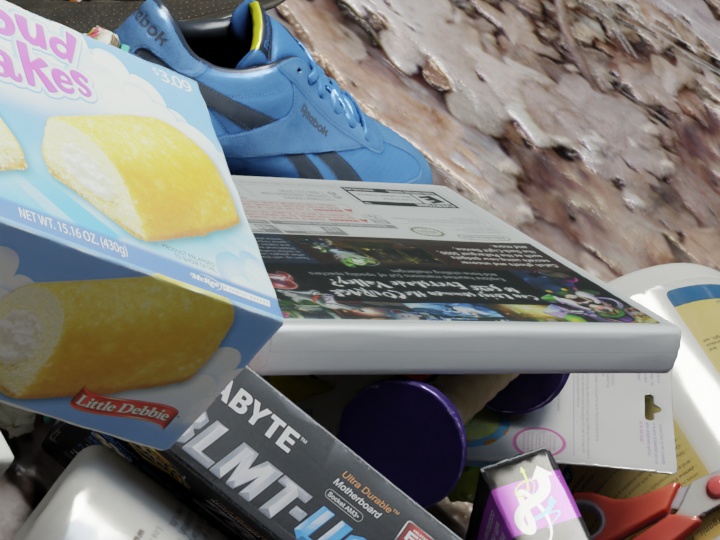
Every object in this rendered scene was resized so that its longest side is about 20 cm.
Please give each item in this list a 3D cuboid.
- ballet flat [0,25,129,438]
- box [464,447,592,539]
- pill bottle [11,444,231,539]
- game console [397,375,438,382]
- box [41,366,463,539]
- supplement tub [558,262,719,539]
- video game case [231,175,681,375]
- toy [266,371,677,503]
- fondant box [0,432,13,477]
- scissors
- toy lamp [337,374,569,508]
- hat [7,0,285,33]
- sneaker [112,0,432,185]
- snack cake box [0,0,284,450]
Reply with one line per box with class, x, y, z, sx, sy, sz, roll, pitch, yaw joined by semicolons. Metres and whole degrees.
ballet flat;-0.136;-0.012;0.929;0.063;0.201;0.076;14;39;-5
box;0.090;0.191;0.945;0.036;0.143;0.201;-16;58;-15
pill bottle;-0.050;0.164;0.851;0.200;0.115;0.114;38;28;-5
game console;-0.016;-0.020;1.136;0.176;0.031;0.200;34;22;6
box;-0.024;0.102;0.917;0.200;0.050;0.198;38;-16;-4
supplement tub;0.168;0.113;1.155;0.144;0.145;0.201;7;42;-45
video game case;0.000;0.000;0.973;0.199;0.024;0.182;2;19;-33
toy;0.040;0.071;1.082;0.198;0.048;0.115;6;27;3
fondant box;-0.242;0.033;0.867;0.199;0.058;0.145;4;45;-49
scissors;0.146;0.098;1.076;0.073;0.200;0.014;50;-3;31
toy lamp;0.047;0.047;0.988;0.058;0.058;0.200;43;23;5
hat;-0.117;-0.117;1.187;0.199;0.082;0.201;-2;25;1
sneaker;-0.032;-0.072;1.082;0.199;0.079;0.066;14;25;-40
snack cake box;-0.129;-0.030;0.715;0.199;0.067;0.116;20;35;-39
